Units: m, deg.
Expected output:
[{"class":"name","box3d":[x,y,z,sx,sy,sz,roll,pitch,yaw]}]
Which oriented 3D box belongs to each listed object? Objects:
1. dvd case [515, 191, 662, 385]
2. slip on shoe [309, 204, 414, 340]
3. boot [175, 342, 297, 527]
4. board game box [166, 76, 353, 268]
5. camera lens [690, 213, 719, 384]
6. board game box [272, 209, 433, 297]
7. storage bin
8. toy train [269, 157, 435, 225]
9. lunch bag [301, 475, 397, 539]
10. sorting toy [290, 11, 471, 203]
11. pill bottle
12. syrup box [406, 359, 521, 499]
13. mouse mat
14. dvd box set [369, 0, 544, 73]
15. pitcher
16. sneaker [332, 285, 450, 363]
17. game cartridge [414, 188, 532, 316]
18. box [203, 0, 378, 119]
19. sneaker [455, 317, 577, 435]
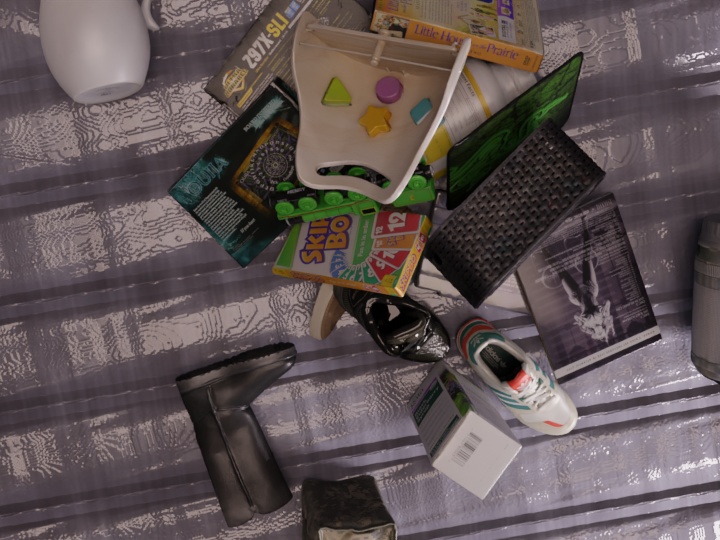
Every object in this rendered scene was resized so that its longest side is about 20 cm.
[{"class":"dvd case","box3d":[0.280,0.023,1.214,0.147,0.016,0.203,-23,100,-2]},{"class":"slip on shoe","box3d":[0.000,0.000,1.194,0.060,0.076,0.202,27,90,7]},{"class":"boot","box3d":[-0.129,0.207,1.224,0.162,0.066,0.203,-17,97,8]},{"class":"board game box","box3d":[-0.120,-0.114,1.156,0.199,0.028,0.135,-40,102,23]},{"class":"camera lens","box3d":[0.490,0.038,1.186,0.157,0.160,0.204,-2,100,-3]},{"class":"board game box","box3d":[-0.018,-0.029,1.134,0.030,0.198,0.097,46,61,-45]},{"class":"storage bin","box3d":[0.175,-0.062,1.119,0.094,0.135,0.200,44,85,7]},{"class":"toy train","box3d":[-0.008,-0.087,1.111,0.196,0.042,0.057,-10,144,15]},{"class":"lunch bag","box3d":[-0.018,0.382,1.212,0.115,0.164,0.204,-2,99,-9]},{"class":"sorting toy","box3d":[0.010,-0.167,1.057,0.197,0.107,0.183,15,77,21]},{"class":"pill bottle","box3d":[0.110,-0.183,1.150,0.198,0.112,0.113,-27,100,1]},{"class":"syrup box","box3d":[0.119,0.185,1.168,0.081,0.200,0.079,35,96,-12]},{"class":"mouse mat","box3d":[0.178,-0.158,1.128,0.199,0.161,0.008,-36,70,-9]},{"class":"dvd box set","box3d":[0.112,-0.298,1.119,0.196,0.148,0.030,13,131,-6]},{"class":"pitcher","box3d":[-0.288,-0.306,1.112,0.169,0.121,0.204,-13,89,-16]},{"class":"sneaker","box3d":[0.057,0.075,1.164,0.076,0.114,0.199,-46,130,2]},{"class":"game cartridge","box3d":[0.175,-0.018,1.223,0.196,0.038,0.132,12,103,-6]},{"class":"box","box3d":[-0.066,-0.243,1.161,0.159,0.049,0.201,38,97,-7]},{"class":"sneaker","box3d":[0.202,0.146,1.221,0.070,0.093,0.200,-45,99,5]}]
